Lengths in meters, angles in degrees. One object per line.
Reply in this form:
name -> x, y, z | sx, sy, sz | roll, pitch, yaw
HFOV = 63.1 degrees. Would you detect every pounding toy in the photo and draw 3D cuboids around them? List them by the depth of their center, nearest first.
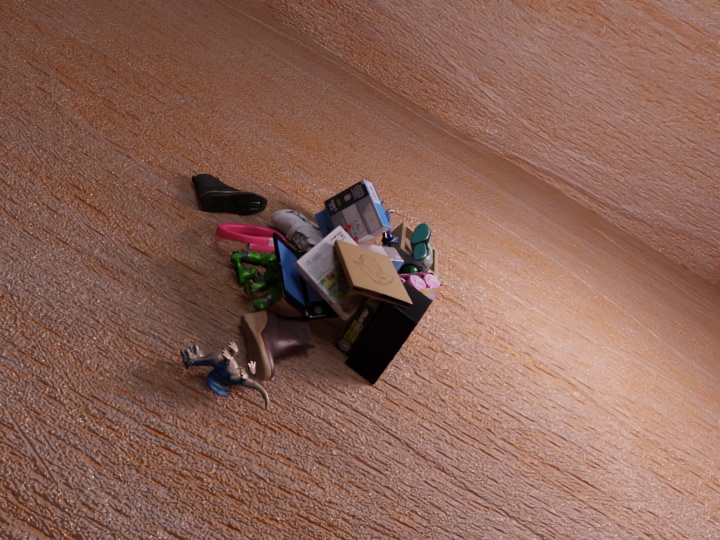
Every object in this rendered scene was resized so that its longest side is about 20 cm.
pounding toy -> 0.126, -0.021, 1.812 | 0.184, 0.142, 0.201 | 38, 32, -18

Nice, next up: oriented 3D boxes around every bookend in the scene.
bookend -> 0.076, 0.152, 1.482 | 0.092, 0.199, 0.200 | 35, 21, 7

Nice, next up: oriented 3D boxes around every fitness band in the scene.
fitness band -> -0.289, -0.091, 1.572 | 0.199, 0.038, 0.143 | 2, 18, -47

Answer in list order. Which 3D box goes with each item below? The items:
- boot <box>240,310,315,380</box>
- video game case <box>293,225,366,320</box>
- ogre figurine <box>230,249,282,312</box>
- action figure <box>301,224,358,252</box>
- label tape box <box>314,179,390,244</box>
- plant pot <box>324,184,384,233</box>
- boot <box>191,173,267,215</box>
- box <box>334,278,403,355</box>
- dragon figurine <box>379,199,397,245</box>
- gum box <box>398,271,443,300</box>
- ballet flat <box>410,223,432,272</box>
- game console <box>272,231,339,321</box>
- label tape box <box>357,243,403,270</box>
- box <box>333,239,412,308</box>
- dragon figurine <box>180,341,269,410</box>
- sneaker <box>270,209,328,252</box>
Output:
boot -> -0.174, 0.166, 1.329 | 0.165, 0.073, 0.201 | 7, 36, -31
video game case -> -0.046, 0.002, 1.451 | 0.182, 0.023, 0.200 | 47, 43, -1
ogre figurine -> -0.241, 0.016, 1.465 | 0.119, 0.099, 0.200 | -12, 28, -29
action figure -> -0.109, -0.043, 1.563 | 0.066, 0.199, 0.099 | 57, 21, -9
label tape box -> -0.035, -0.139, 1.622 | 0.145, 0.199, 0.063 | 67, 20, 10
plant pot -> -0.021, -0.149, 1.768 | 0.142, 0.140, 0.200 | 66, 25, -16
boot -> -0.380, -0.232, 1.701 | 0.199, 0.078, 0.139 | 4, 37, -39
box -> 0.025, 0.107, 1.500 | 0.044, 0.161, 0.200 | 35, 31, 8
dragon figurine -> 0.052, -0.149, 1.705 | 0.200, 0.058, 0.100 | 42, 45, -45
gum box -> 0.139, 0.071, 1.690 | 0.199, 0.114, 0.066 | -5, 47, -44
ballet flat -> 0.186, -0.064, 1.747 | 0.074, 0.074, 0.201 | 26, 37, -9
game console -> -0.118, 0.007, 1.426 | 0.171, 0.119, 0.201 | -6, 57, -12
label tape box -> 0.000, 0.000, 1.623 | 0.199, 0.145, 0.064 | 4, 41, -37
box -> 0.027, 0.005, 1.416 | 0.162, 0.021, 0.201 | 17, 27, -26
dragon figurine -> -0.269, 0.212, 1.184 | 0.200, 0.099, 0.059 | 48, 26, -12
sneaker -> -0.172, -0.099, 1.690 | 0.199, 0.075, 0.115 | 27, 29, -14
